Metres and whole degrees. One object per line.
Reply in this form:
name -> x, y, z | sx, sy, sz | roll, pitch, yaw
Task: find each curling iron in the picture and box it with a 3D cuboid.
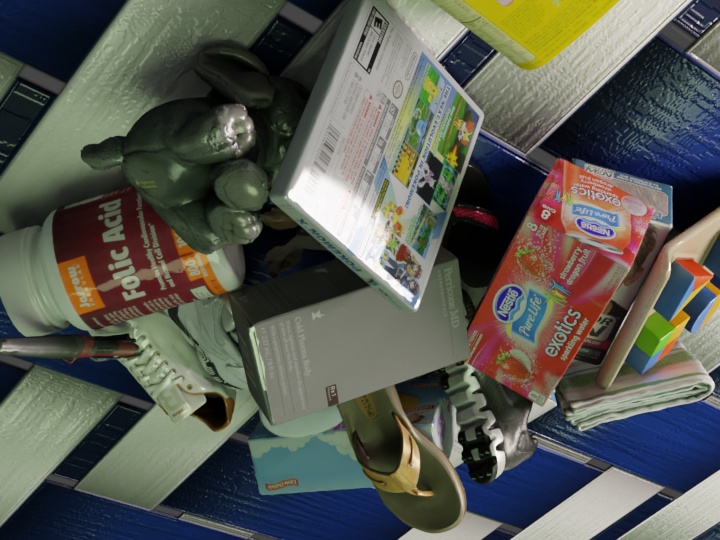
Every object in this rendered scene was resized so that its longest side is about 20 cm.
curling iron -> -0.261, 0.071, 1.095 | 0.049, 0.026, 0.200 | -11, 174, 19

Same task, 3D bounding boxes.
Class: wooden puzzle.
wooden puzzle -> 0.320, 0.017, 1.194 | 0.200, 0.046, 0.186 | -34, 152, -38

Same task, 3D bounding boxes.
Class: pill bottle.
pill bottle -> -0.212, -0.013, 1.085 | 0.198, 0.115, 0.115 | -16, 138, 5

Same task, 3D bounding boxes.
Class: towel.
towel -> 0.272, 0.110, 1.275 | 0.148, 0.200, 0.031 | -12, 101, 4

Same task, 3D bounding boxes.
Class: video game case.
video game case -> 0.021, -0.096, 1.000 | 0.022, 0.201, 0.182 | 0, 150, 41

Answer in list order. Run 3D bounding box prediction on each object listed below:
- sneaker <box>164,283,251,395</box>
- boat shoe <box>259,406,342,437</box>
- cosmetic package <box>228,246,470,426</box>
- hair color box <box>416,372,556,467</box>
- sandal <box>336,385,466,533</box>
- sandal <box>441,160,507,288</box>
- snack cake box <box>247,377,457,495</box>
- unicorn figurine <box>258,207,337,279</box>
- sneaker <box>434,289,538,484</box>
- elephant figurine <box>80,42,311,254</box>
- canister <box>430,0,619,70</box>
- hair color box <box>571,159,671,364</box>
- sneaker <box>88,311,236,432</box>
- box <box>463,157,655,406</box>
sneaker -> -0.110, 0.071, 1.187 | 0.075, 0.115, 0.200 | -50, 134, -17
boat shoe -> -0.017, 0.096, 1.262 | 0.201, 0.086, 0.075 | -36, 101, -3
cosmetic package -> -0.008, 0.049, 1.098 | 0.199, 0.090, 0.108 | -18, 115, -14
hair color box -> 0.108, 0.157, 1.374 | 0.199, 0.061, 0.100 | -36, 131, 25
sandal -> 0.028, 0.172, 1.189 | 0.080, 0.054, 0.201 | -30, 93, 17
sandal -> 0.102, -0.039, 1.174 | 0.075, 0.045, 0.200 | -23, 136, 13
snack cake box -> -0.005, 0.174, 1.289 | 0.198, 0.115, 0.068 | -7, 106, 15
unicorn figurine -> 0.000, 0.000, 1.170 | 0.137, 0.074, 0.200 | -33, 128, 8
sneaker -> 0.131, 0.112, 1.261 | 0.090, 0.202, 0.066 | -9, 170, -32
elephant figurine -> -0.092, -0.114, 1.009 | 0.141, 0.200, 0.155 | -27, 109, 42
canister -> 0.102, -0.252, 0.917 | 0.199, 0.087, 0.148 | 28, 125, -36
hair color box -> 0.221, -0.004, 1.195 | 0.099, 0.061, 0.201 | 15, 134, 0
sneaker -> -0.194, 0.098, 1.232 | 0.073, 0.085, 0.200 | -33, 132, 25
box -> 0.171, 0.014, 1.104 | 0.099, 0.096, 0.201 | 29, 136, 7
